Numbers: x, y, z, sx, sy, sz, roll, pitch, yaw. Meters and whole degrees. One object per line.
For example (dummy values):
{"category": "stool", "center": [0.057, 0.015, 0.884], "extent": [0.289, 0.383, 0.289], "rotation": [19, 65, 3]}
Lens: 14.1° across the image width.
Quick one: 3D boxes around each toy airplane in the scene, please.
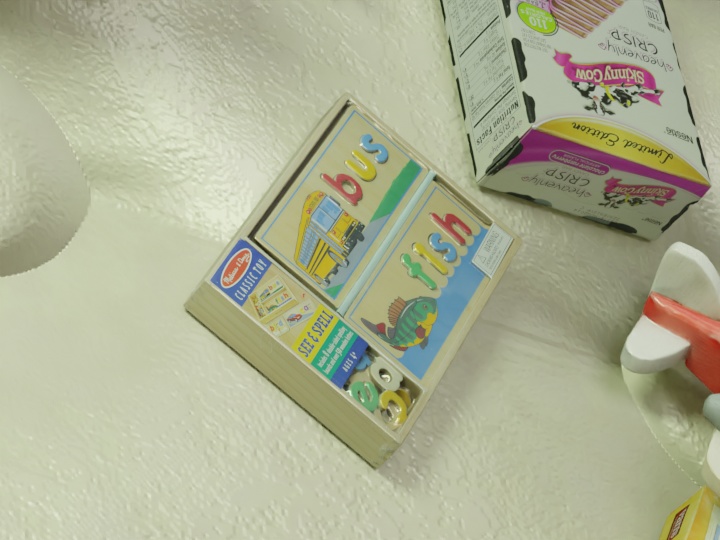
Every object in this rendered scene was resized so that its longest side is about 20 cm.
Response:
{"category": "toy airplane", "center": [0.247, 0.049, 1.615], "extent": [0.198, 0.141, 0.201], "rotation": [8, 51, -35]}

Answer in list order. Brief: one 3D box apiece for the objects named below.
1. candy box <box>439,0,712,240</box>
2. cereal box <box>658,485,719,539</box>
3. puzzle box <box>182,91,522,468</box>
{"category": "candy box", "center": [0.122, -0.127, 1.728], "extent": [0.136, 0.061, 0.201], "rotation": [15, 48, -31]}
{"category": "cereal box", "center": [0.231, 0.224, 1.528], "extent": [0.200, 0.040, 0.144], "rotation": [39, 40, -7]}
{"category": "puzzle box", "center": [0.000, 0.000, 1.540], "extent": [0.133, 0.025, 0.200], "rotation": [39, 40, -5]}
